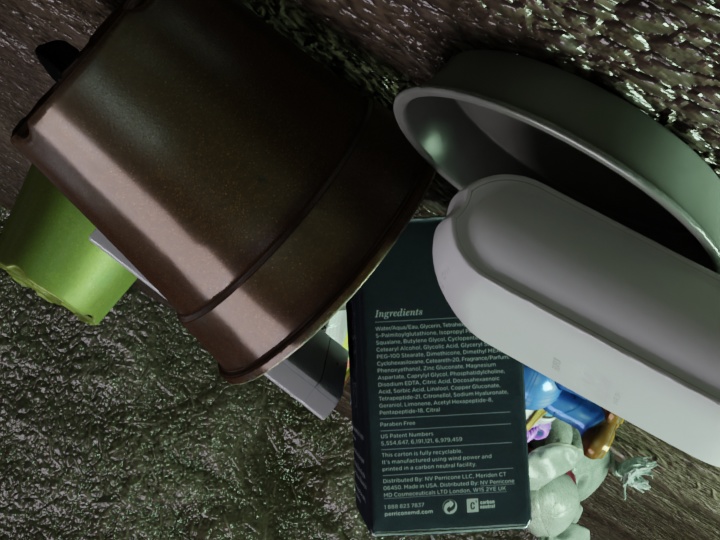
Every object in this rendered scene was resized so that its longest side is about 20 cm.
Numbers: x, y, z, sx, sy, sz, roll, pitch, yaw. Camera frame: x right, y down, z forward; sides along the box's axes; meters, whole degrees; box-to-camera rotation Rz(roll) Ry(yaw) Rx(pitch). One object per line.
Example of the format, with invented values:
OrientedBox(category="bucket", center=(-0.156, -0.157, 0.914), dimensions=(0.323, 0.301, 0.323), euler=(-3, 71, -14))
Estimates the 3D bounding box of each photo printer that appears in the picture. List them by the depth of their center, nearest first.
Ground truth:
OrientedBox(category="photo printer", center=(0.130, 0.025, 0.789), dimensions=(0.199, 0.070, 0.166), euler=(29, 170, 12))

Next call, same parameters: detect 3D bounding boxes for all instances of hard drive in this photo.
OrientedBox(category="hard drive", center=(-0.094, 0.020, 1.047), dimensions=(0.200, 0.027, 0.132), euler=(38, -170, -5))

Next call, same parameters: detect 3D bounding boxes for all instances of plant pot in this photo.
OrientedBox(category="plant pot", center=(-0.089, -0.070, 0.888), dimensions=(0.198, 0.201, 0.200), euler=(41, 168, -16))
OrientedBox(category="plant pot", center=(-0.260, -0.056, 1.443), dimensions=(0.199, 0.191, 0.200), euler=(29, 170, 5))

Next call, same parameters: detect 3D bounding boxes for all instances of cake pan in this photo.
OrientedBox(category="cake pan", center=(0.111, -0.052, 0.780), dimensions=(0.199, 0.037, 0.200), euler=(30, 170, 6))

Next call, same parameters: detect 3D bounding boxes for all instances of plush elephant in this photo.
OrientedBox(category="plush elephant", center=(0.187, 0.222, 1.532), dimensions=(0.199, 0.166, 0.154), euler=(6, -162, 37))

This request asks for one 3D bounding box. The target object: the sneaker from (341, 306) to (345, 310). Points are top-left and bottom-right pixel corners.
OrientedBox(category="sneaker", center=(0.000, 0.000, 1.221), dimensions=(0.066, 0.091, 0.200), euler=(25, 169, 35))

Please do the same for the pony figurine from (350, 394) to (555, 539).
OrientedBox(category="pony figurine", center=(0.089, 0.141, 1.386), dimensions=(0.199, 0.194, 0.166), euler=(34, 153, -8))

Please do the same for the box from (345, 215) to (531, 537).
OrientedBox(category="box", center=(0.047, 0.068, 0.998), dimensions=(0.106, 0.202, 0.148), euler=(-3, 179, -4))

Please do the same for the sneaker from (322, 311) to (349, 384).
OrientedBox(category="sneaker", center=(-0.007, 0.054, 1.361), dimensions=(0.201, 0.090, 0.079), euler=(107, 146, -55))

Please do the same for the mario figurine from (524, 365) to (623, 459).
OrientedBox(category="mario figurine", center=(0.127, 0.099, 1.260), dimensions=(0.199, 0.124, 0.106), euler=(24, -170, 9))

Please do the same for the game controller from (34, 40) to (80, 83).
OrientedBox(category="game controller", center=(-0.178, -0.098, 1.104), dimensions=(0.104, 0.042, 0.200), euler=(32, 166, 22))
